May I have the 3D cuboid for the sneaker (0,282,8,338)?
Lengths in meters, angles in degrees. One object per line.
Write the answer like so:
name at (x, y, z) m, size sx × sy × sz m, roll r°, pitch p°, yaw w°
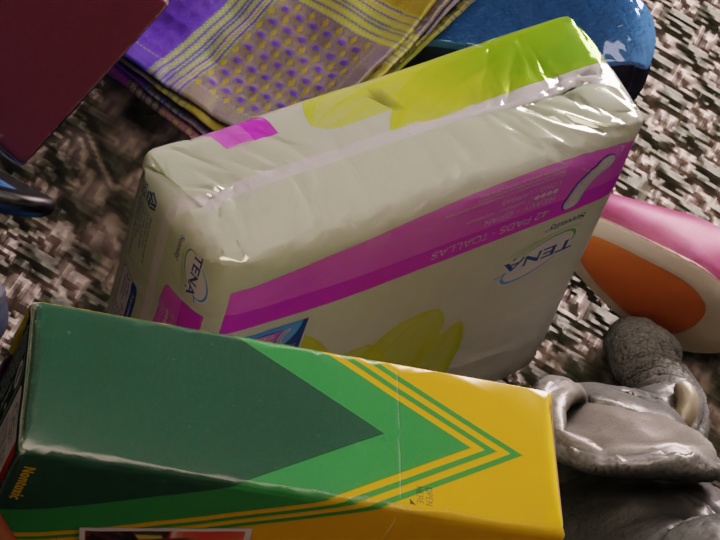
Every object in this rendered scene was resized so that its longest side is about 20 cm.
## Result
sneaker at (-0.156, 0.085, 0.739) m, size 0.082 × 0.200 × 0.070 m, roll 40°, pitch 22°, yaw -1°

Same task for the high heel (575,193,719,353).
high heel at (0.177, -0.008, 1.021) m, size 0.199 × 0.067 × 0.097 m, roll 25°, pitch 61°, yaw -9°

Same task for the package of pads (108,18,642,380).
package of pads at (0.000, 0.000, 0.890) m, size 0.199 × 0.155 × 0.068 m, roll -20°, pitch 59°, yaw -30°

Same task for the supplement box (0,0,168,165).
supplement box at (-0.126, -0.138, 0.875) m, size 0.110 × 0.086 × 0.200 m, roll 41°, pitch 21°, yaw -16°

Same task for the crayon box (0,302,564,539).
crayon box at (-0.051, 0.098, 0.776) m, size 0.171 × 0.200 × 0.059 m, roll 11°, pitch 54°, yaw -17°

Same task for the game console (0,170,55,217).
game console at (-0.201, -0.088, 0.843) m, size 0.117 × 0.200 × 0.172 m, roll -20°, pitch 100°, yaw -13°

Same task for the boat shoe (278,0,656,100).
boat shoe at (0.028, -0.101, 1.032) m, size 0.199 × 0.069 × 0.085 m, roll 21°, pitch 63°, yaw 13°

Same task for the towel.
towel at (-0.056, -0.133, 1.003) m, size 0.200 × 0.023 × 0.144 m, roll 38°, pitch 74°, yaw 21°

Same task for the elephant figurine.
elephant figurine at (0.099, 0.098, 0.902) m, size 0.142 × 0.155 × 0.200 m, roll -46°, pitch 53°, yaw 2°
